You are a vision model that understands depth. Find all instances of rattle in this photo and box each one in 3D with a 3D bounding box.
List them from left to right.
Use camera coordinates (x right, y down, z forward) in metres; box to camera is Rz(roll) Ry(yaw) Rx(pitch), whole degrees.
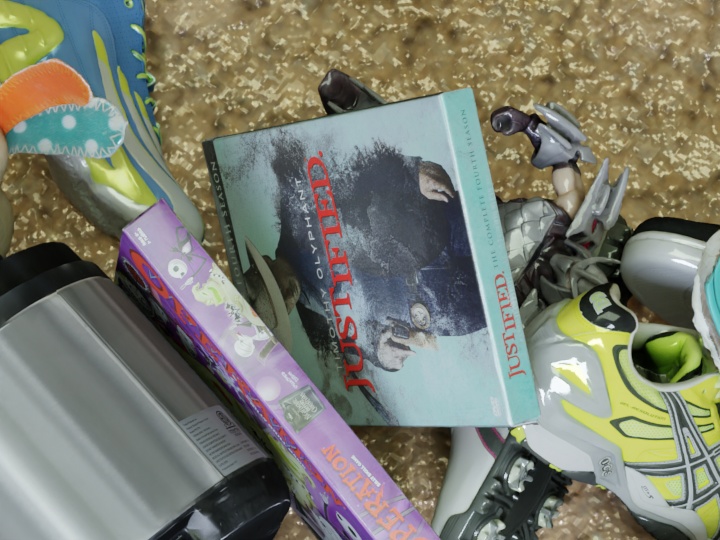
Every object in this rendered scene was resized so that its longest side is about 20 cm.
[{"bbox_3d":[-0.217,-0.059,1.114,0.200,0.130,0.143,-51,39,18],"label":"rattle"}]

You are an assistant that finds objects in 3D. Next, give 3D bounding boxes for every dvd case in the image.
[{"bbox_3d":[0.000,0.000,1.058,0.022,0.200,0.147,-15,96,-32],"label":"dvd case"}]

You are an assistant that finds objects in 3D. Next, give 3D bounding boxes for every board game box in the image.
[{"bbox_3d":[-0.040,0.064,1.061,0.032,0.120,0.200,-38,85,-18],"label":"board game box"}]

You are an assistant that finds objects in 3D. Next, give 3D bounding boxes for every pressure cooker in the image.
[{"bbox_3d":[-0.151,0.084,1.050,0.179,0.176,0.200,-40,81,-18],"label":"pressure cooker"}]

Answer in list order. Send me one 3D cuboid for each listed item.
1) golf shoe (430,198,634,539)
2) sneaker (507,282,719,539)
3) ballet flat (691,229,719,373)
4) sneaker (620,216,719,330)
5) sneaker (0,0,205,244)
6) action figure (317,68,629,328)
[{"bbox_3d":[0.069,0.057,1.132,0.088,0.077,0.201,16,70,26],"label":"golf shoe"},{"bbox_3d":[0.144,0.072,1.067,0.076,0.200,0.076,-41,45,22],"label":"sneaker"},{"bbox_3d":[0.214,0.056,1.059,0.200,0.072,0.072,42,73,-14],"label":"ballet flat"},{"bbox_3d":[0.220,-0.016,1.142,0.199,0.073,0.112,19,66,-18],"label":"sneaker"},{"bbox_3d":[-0.128,-0.096,1.163,0.200,0.076,0.105,44,75,12],"label":"sneaker"},{"bbox_3d":[0.042,-0.027,1.110,0.200,0.069,0.130,29,74,36],"label":"action figure"}]
